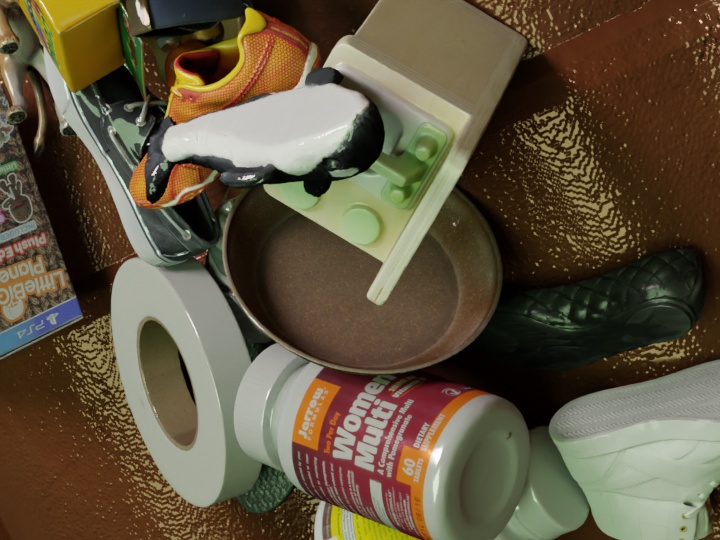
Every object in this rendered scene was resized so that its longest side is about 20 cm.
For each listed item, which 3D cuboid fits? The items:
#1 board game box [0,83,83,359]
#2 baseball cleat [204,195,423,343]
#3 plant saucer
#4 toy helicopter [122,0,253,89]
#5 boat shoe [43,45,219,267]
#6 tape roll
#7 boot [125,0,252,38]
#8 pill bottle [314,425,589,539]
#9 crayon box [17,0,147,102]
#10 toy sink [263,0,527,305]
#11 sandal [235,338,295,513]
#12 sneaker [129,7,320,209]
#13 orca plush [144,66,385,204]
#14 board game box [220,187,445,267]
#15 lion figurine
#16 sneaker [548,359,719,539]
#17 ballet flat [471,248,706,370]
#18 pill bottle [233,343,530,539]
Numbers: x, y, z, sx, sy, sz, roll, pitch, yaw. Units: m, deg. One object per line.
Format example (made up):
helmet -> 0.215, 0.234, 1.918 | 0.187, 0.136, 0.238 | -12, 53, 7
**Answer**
board game box -> -0.332, -0.035, 1.600 | 0.159, 0.096, 0.202 | -3, 109, 50
baseball cleat -> -0.032, 0.024, 1.472 | 0.199, 0.069, 0.107 | 36, 132, 26
plant saucer -> 0.000, 0.000, 1.397 | 0.199, 0.201, 0.037 | 32, 143, 15
toy helicopter -> -0.157, -0.203, 1.472 | 0.199, 0.079, 0.134 | 13, 123, 39
boat shoe -> -0.162, -0.101, 1.451 | 0.067, 0.072, 0.202 | -18, 98, 41
tape roll -> -0.136, 0.083, 1.539 | 0.203, 0.037, 0.205 | 42, 141, 47
boot -> -0.099, -0.200, 1.351 | 0.074, 0.199, 0.098 | -12, 83, 40
pill bottle -> 0.069, 0.182, 1.474 | 0.199, 0.109, 0.110 | -25, 96, 36
crayon box -> -0.216, -0.209, 1.373 | 0.201, 0.051, 0.127 | 58, 169, 10
toy sink -> 0.018, -0.094, 1.324 | 0.111, 0.200, 0.131 | 30, 124, -1
sandal -> -0.071, 0.090, 1.563 | 0.075, 0.048, 0.203 | 3, 99, 30
sneaker -> -0.106, -0.112, 1.353 | 0.077, 0.073, 0.200 | 32, 131, -19
orca plush -> -0.054, -0.064, 1.258 | 0.199, 0.106, 0.071 | -14, 125, 33
board game box -> -0.014, -0.018, 1.492 | 0.199, 0.030, 0.096 | 35, 124, 11
lion figurine -> -0.261, -0.190, 1.520 | 0.201, 0.072, 0.123 | 106, 146, -53
sneaker -> 0.243, 0.131, 1.386 | 0.198, 0.074, 0.116 | -12, 121, 26
ballet flat -> 0.159, 0.029, 1.406 | 0.199, 0.057, 0.067 | -11, 132, 38
pill bottle -> 0.012, 0.117, 1.391 | 0.199, 0.109, 0.111 | 16, 118, 38
